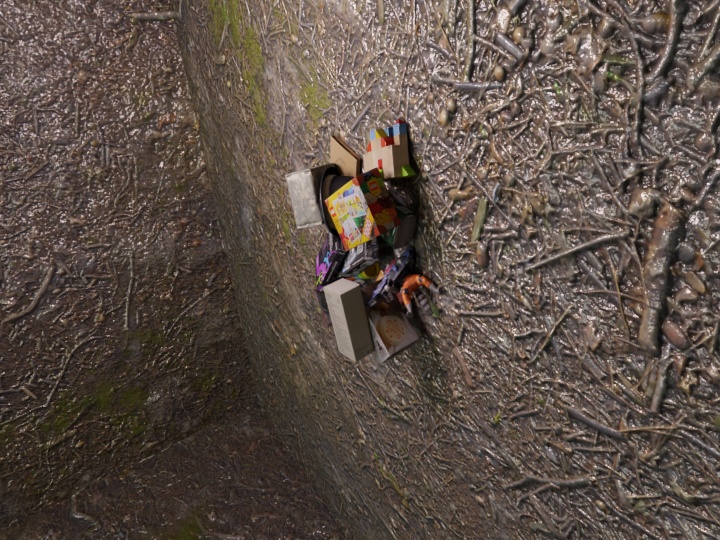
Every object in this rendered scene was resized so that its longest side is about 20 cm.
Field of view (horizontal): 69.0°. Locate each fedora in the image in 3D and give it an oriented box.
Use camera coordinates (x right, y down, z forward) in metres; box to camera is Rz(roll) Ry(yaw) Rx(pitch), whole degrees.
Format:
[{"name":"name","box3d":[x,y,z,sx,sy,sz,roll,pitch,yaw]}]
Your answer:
[{"name":"fedora","box3d":[-0.048,-0.206,1.532,0.088,0.201,0.208,-6,108,21]}]

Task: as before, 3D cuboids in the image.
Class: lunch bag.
[{"name":"lunch bag","box3d":[-0.128,-0.234,1.609,0.114,0.199,0.171,-7,102,28]}]

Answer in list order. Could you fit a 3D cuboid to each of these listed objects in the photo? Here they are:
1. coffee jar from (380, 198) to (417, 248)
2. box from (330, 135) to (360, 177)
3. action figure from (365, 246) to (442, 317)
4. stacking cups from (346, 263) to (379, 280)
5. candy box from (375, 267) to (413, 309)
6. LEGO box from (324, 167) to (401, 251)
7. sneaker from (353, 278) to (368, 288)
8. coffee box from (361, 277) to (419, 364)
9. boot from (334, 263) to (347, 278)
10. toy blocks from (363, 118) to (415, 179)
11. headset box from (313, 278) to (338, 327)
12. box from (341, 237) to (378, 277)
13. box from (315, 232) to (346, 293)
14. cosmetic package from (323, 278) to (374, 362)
[{"name":"coffee jar","box3d":[0.061,-0.154,1.426,0.199,0.083,0.107,42,132,37]},{"name":"box","box3d":[-0.051,-0.294,1.644,0.164,0.021,0.205,48,147,40]},{"name":"action figure","box3d":[0.114,0.054,1.440,0.104,0.200,0.195,37,-170,-44]},{"name":"stacking cups","box3d":[0.000,0.000,1.720,0.199,0.059,0.063,-11,98,69]},{"name":"candy box","box3d":[0.083,0.089,1.604,0.118,0.054,0.202,59,151,20]},{"name":"LEGO box","box3d":[0.002,-0.152,1.352,0.199,0.076,0.153,-21,94,62]},{"name":"sneaker","box3d":[0.038,0.120,1.595,0.205,0.073,0.079,63,175,14]},{"name":"coffee box","box3d":[0.064,0.142,1.495,0.205,0.111,0.080,61,152,14]},{"name":"boot","box3d":[-0.076,-0.048,1.755,0.199,0.065,0.137,-155,67,-72]},{"name":"toy blocks","box3d":[0.063,-0.305,1.352,0.198,0.097,0.143,4,100,62]},{"name":"headset box","box3d":[-0.096,0.117,1.958,0.199,0.075,0.154,-30,81,63]},{"name":"box","box3d":[-0.002,-0.082,1.596,0.199,0.048,0.165,148,125,-65]},{"name":"box","box3d":[-0.098,-0.048,1.703,0.146,0.035,0.202,-98,30,-44]},{"name":"cosmetic package","box3d":[-0.032,0.138,1.468,0.102,0.071,0.208,19,125,56]}]
